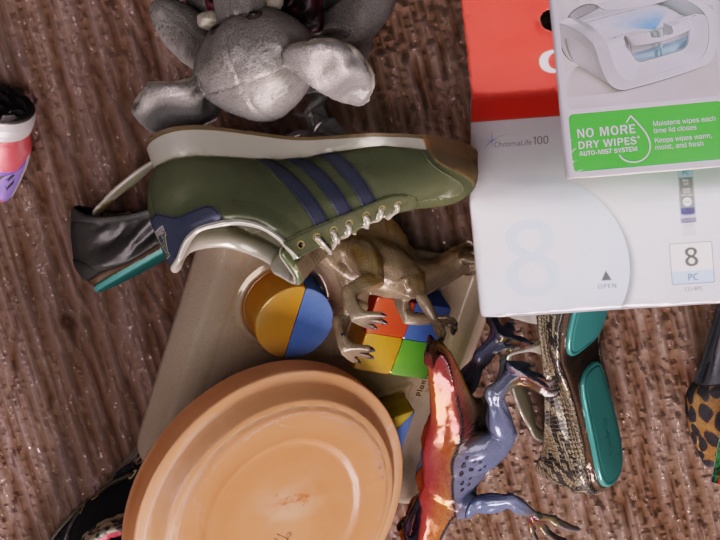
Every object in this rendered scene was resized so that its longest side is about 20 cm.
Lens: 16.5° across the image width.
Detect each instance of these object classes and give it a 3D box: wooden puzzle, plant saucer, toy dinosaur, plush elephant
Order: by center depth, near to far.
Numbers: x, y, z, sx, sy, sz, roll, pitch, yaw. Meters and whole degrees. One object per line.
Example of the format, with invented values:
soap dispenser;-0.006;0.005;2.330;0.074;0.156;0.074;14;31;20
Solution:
plush elephant;-0.059;-0.148;1.488;0.165;0.155;0.200;-14;91;15
toy dinosaur;0.000;0.000;1.554;0.200;0.101;0.058;16;143;-28
plant saucer;-0.057;0.154;1.577;0.200;0.032;0.201;-16;121;-28
toy dinosaur;0.051;0.116;1.590;0.200;0.105;0.182;17;115;-39
wooden puzzle;-0.026;0.068;1.611;0.200;0.046;0.185;11;114;-19

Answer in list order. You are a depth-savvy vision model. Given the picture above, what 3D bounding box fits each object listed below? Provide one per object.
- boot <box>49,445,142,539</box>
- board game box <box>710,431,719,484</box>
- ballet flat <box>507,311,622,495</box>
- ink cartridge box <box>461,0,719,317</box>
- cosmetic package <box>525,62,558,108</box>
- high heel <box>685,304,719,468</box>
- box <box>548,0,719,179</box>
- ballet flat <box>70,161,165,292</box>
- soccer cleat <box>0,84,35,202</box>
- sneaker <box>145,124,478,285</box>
boot;-0.179;0.208;1.660;0.073;0.154;0.204;35;112;-5
board game box;0.285;0.047;1.535;0.105;0.023;0.200;12;97;31
ballet flat;0.128;0.052;1.609;0.075;0.068;0.200;9;115;29
ink cartridge box;0.145;-0.075;1.505;0.160;0.047;0.200;-4;105;12
cosmetic package;0.204;-0.121;1.535;0.151;0.052;0.200;34;112;-2
high heel;0.310;0.083;1.578;0.200;0.071;0.143;19;106;19
box;0.154;-0.153;1.376;0.097;0.200;0.177;-4;99;10
ballet flat;-0.101;-0.050;1.600;0.200;0.068;0.068;-21;88;10
soccer cleat;-0.312;-0.098;1.618;0.200;0.068;0.073;13;119;3
sneaker;-0.029;-0.032;1.474;0.200;0.067;0.090;2;71;-8
